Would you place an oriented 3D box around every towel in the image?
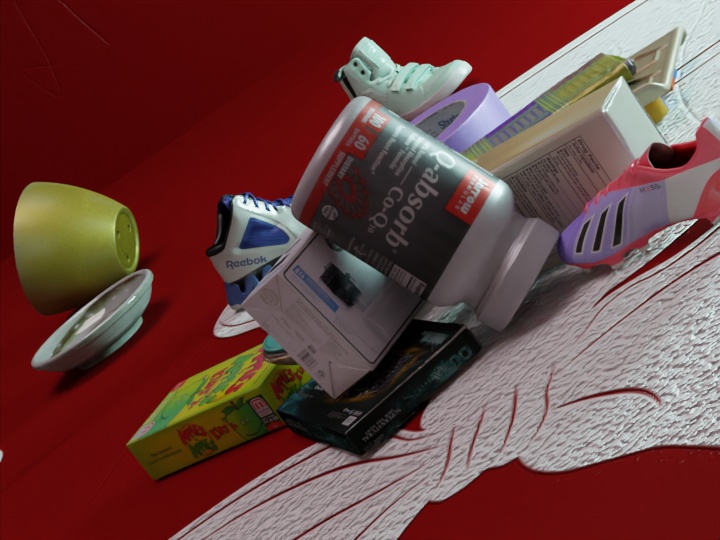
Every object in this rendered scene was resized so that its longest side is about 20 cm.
[{"bbox_3d":[0.171,-0.143,1.820,0.199,0.023,0.144,-36,10,4],"label":"towel"}]

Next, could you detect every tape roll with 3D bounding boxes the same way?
[{"bbox_3d":[0.076,-0.116,2.084,0.199,0.066,0.200,-35,14,10],"label":"tape roll"}]

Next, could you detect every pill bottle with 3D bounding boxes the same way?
[{"bbox_3d":[0.053,-0.043,1.559,0.116,0.199,0.116,-58,-3,-5],"label":"pill bottle"}]

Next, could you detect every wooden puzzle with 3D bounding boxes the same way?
[{"bbox_3d":[0.229,-0.147,1.843,0.184,0.046,0.200,-31,10,25],"label":"wooden puzzle"}]

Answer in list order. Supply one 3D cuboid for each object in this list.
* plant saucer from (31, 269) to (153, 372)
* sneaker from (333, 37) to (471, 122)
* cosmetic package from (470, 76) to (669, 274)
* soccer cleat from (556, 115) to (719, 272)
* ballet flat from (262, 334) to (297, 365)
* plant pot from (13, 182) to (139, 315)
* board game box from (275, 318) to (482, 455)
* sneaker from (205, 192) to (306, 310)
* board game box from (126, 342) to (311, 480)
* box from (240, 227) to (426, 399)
[{"bbox_3d":[-0.342,0.079,2.550,0.199,0.050,0.200,-36,14,10],"label":"plant saucer"},{"bbox_3d":[0.047,-0.255,2.510,0.200,0.119,0.074,-22,18,44],"label":"sneaker"},{"bbox_3d":[0.159,-0.066,1.616,0.199,0.106,0.071,-27,16,33],"label":"cosmetic package"},{"bbox_3d":[0.219,-0.059,1.489,0.199,0.077,0.067,-22,20,48],"label":"soccer cleat"},{"bbox_3d":[0.001,0.040,1.754,0.199,0.066,0.070,-36,34,-16],"label":"ballet flat"},{"bbox_3d":[-0.413,-0.038,2.895,0.141,0.202,0.200,-4,23,14],"label":"plant pot"},{"bbox_3d":[0.012,0.093,1.625,0.135,0.028,0.200,-41,13,-13],"label":"board game box"},{"bbox_3d":[-0.103,-0.059,2.246,0.199,0.115,0.080,-40,15,-11],"label":"sneaker"},{"bbox_3d":[-0.124,0.125,1.829,0.199,0.048,0.102,-26,17,41],"label":"board game box"},{"bbox_3d":[0.000,0.000,1.638,0.060,0.117,0.200,-40,6,44],"label":"box"}]
